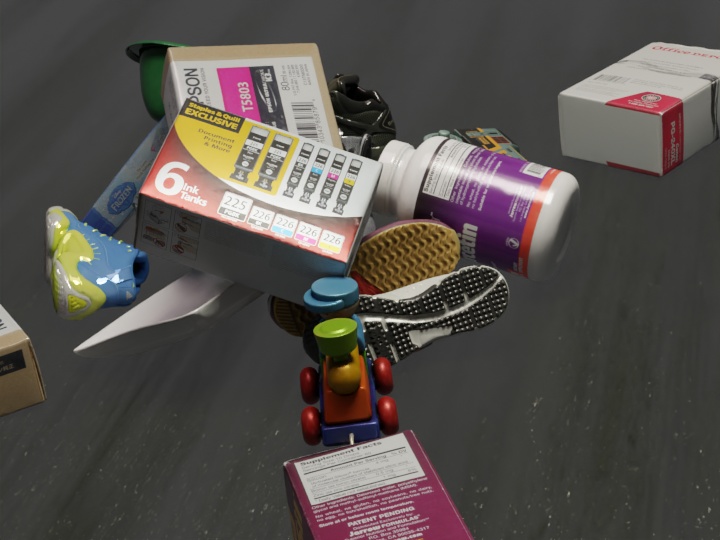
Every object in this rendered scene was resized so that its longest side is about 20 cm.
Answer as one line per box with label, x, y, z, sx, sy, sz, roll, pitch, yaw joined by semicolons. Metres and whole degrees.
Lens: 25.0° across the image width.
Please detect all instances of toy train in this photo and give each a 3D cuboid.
toy train;0.139;-0.101;1.793;0.113;0.086;0.200;-5;24;-18
toy train;-0.014;0.095;1.385;0.084;0.117;0.200;-8;26;1

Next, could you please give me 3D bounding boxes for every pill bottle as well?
pill bottle;0.114;-0.068;1.643;0.198;0.113;0.113;17;33;17

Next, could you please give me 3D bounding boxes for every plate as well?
plate;-0.156;0.029;1.593;0.199;0.033;0.199;-17;15;44

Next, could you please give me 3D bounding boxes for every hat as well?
hat;-0.253;-0.200;2.170;0.164;0.178;0.200;5;-9;29

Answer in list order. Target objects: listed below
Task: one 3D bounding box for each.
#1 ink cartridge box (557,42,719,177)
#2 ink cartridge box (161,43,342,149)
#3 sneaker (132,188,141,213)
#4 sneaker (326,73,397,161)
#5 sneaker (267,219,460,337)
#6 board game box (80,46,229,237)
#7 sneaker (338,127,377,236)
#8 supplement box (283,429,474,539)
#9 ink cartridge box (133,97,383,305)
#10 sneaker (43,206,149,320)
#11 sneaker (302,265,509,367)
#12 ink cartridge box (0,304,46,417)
ink cartridge box;0.349;-0.193;1.912;0.144;0.084;0.199;16;34;41
ink cartridge box;-0.110;-0.138;1.672;0.163;0.075;0.201;-4;54;-16
sneaker;-0.146;-0.039;1.711;0.198;0.087;0.078;13;38;7
sneaker;-0.056;-0.182;1.970;0.197;0.115;0.076;-3;24;14
sneaker;0.000;0.000;1.604;0.198;0.076;0.090;-21;11;-9
board game box;-0.222;-0.145;1.871;0.199;0.043;0.200;-46;8;30
sneaker;-0.019;-0.083;1.745;0.075;0.115;0.200;-2;24;-7
supplement box;0.022;0.220;1.103;0.102;0.132;0.200;-12;25;-10
ink cartridge box;-0.089;-0.076;1.519;0.198;0.084;0.176;18;50;2
sneaker;-0.282;-0.007;1.736;0.104;0.076;0.200;-1;31;-15
sneaker;0.042;0.050;1.538;0.198;0.074;0.080;-14;-1;-4
ink cartridge box;-0.415;0.085;1.564;0.164;0.076;0.200;-21;28;-23
